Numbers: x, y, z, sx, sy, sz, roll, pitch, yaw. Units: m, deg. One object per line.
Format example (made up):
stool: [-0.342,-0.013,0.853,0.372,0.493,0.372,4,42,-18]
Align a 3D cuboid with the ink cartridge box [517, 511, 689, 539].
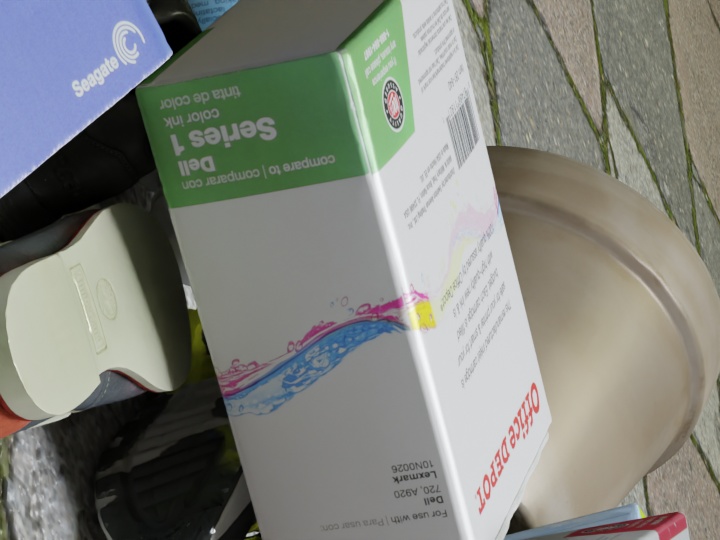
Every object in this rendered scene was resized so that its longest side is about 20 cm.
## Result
ink cartridge box: [0.028,0.157,1.025,0.145,0.199,0.084,-6,85,-74]

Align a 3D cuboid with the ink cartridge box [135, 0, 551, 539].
ink cartridge box: [0.000,0.000,0.984,0.145,0.084,0.201,-53,131,-65]

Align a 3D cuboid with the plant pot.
plant pot: [0.059,0.070,1.281,0.174,0.199,0.200,-60,136,-44]

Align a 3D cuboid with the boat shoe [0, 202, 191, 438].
boat shoe: [-0.111,0.022,0.917,0.200,0.062,0.071,-29,102,-73]

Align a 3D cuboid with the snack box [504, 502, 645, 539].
snack box: [0.082,0.196,1.226,0.200,0.168,0.068,53,26,-50]

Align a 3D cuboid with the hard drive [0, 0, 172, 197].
hard drive: [-0.142,-0.126,0.812,0.201,0.025,0.132,63,37,-16]

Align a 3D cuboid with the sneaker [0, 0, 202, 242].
sneaker: [-0.104,-0.100,1.003,0.076,0.090,0.201,51,28,-51]

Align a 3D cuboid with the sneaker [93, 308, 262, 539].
sneaker: [-0.048,0.080,1.057,0.200,0.074,0.085,-72,144,-62]

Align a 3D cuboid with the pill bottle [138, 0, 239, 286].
pill bottle: [-0.057,-0.099,1.125,0.109,0.108,0.201,43,36,-61]
